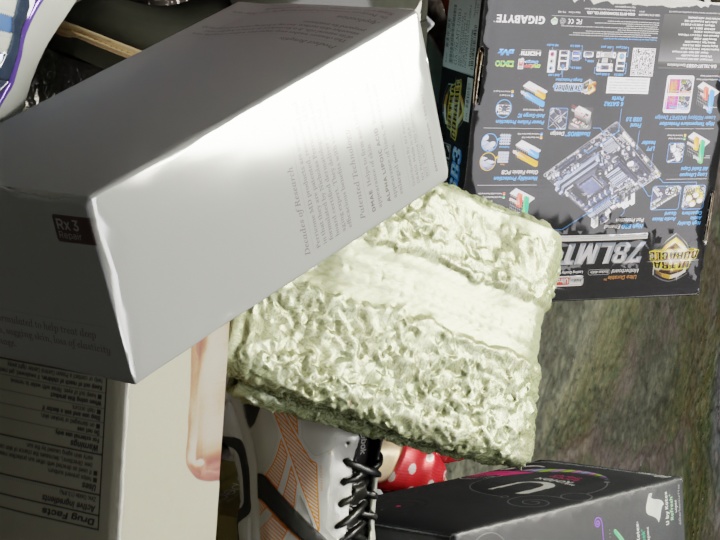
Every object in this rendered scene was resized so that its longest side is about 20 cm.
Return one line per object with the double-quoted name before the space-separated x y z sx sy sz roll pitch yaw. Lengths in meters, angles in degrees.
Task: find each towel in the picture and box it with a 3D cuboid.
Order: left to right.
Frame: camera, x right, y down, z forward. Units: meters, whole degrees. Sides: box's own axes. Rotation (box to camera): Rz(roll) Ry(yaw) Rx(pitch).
"towel" 0.019 0.016 1.036 0.199 0.036 0.150 21 70 -31

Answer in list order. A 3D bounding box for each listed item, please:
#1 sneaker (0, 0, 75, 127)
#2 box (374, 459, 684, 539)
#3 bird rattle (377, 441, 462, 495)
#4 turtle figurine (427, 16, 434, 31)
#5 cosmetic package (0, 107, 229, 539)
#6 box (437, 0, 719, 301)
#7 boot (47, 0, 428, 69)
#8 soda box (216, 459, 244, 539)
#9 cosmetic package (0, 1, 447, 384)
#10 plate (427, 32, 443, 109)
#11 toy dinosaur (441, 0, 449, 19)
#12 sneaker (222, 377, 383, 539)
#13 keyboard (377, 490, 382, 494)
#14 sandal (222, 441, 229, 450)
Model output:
"sneaker" -0.189 -0.127 0.817 0.147 0.080 0.201 55 51 -43
"box" 0.081 0.177 1.159 0.199 0.122 0.107 -7 95 -44
"bird rattle" 0.023 0.157 1.242 0.162 0.112 0.202 -16 114 -42
"turtle figurine" -0.030 -0.198 1.071 0.149 0.101 0.202 -1 115 -20
"cosmetic package" -0.122 0.028 0.946 0.087 0.103 0.202 -5 103 -59
"box" 0.141 -0.081 1.298 0.199 0.050 0.200 -2 107 -27
"boot" -0.049 -0.151 0.997 0.199 0.077 0.139 5 103 -36
"soda box" -0.070 0.212 1.128 0.068 0.064 0.202 -29 121 -56
"cosmetic package" -0.069 -0.039 0.825 0.200 0.112 0.082 -34 121 -39
"plate" 0.006 -0.057 1.243 0.200 0.025 0.202 -23 117 -57
"toy dinosaur" 0.075 -0.128 1.336 0.199 0.105 0.183 8 99 -31
"sneaker" -0.021 0.116 1.053 0.074 0.080 0.202 -14 88 -58
"keyboard" -0.028 0.142 1.247 0.200 0.011 0.057 -24 122 -58
"sandal" -0.053 0.005 1.124 0.075 0.048 0.202 -7 103 -61
